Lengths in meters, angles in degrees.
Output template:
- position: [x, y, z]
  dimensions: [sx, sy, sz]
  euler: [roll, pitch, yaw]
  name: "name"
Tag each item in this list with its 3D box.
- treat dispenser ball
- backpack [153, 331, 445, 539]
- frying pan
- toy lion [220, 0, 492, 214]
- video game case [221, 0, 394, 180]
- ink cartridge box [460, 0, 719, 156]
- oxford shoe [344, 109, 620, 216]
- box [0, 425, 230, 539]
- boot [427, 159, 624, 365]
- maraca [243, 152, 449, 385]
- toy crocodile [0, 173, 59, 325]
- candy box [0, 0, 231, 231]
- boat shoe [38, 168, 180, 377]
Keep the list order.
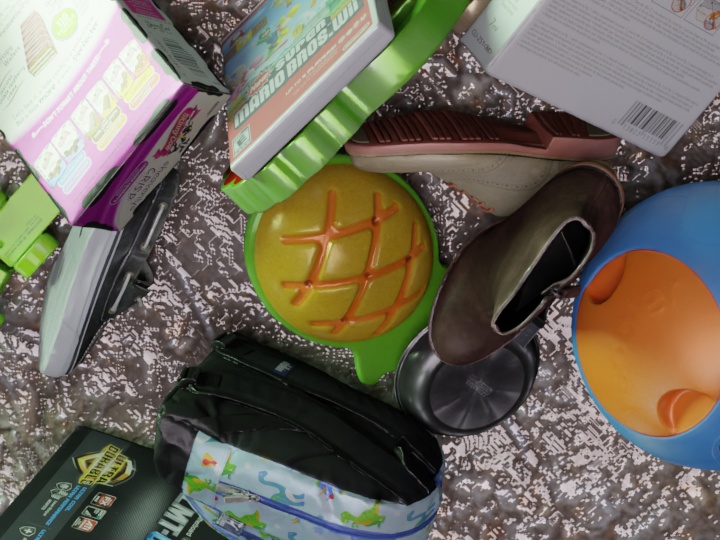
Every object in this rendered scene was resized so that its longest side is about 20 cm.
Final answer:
- position: [0.247, 0.038, 1.585]
  dimensions: [0.201, 0.201, 0.201]
  euler: [2, 109, 7]
  name: "treat dispenser ball"
- position: [-0.036, 0.144, 1.671]
  dimensions: [0.200, 0.163, 0.154]
  euler: [10, 114, 13]
  name: "backpack"
- position: [0.115, 0.062, 1.695]
  dimensions: [0.190, 0.031, 0.115]
  euler: [-26, 126, -2]
  name: "frying pan"
- position: [-0.011, -0.124, 1.556]
  dimensions: [0.069, 0.192, 0.200]
  euler: [44, 137, -14]
  name: "toy lion"
- position: [-0.040, -0.158, 1.564]
  dimensions: [0.017, 0.200, 0.143]
  euler: [38, 110, -24]
  name: "video game case"
- position: [0.191, -0.179, 1.544]
  dimensions: [0.200, 0.044, 0.174]
  euler: [21, 116, -43]
  name: "ink cartridge box"
- position: [0.086, -0.071, 1.624]
  dimensions: [0.200, 0.071, 0.074]
  euler: [2, 115, -8]
  name: "oxford shoe"
- position: [-0.159, 0.204, 1.686]
  dimensions: [0.198, 0.200, 0.050]
  euler: [16, 117, 12]
  name: "box"
- position: [0.100, 0.010, 1.554]
  dimensions: [0.072, 0.166, 0.200]
  euler: [39, 113, -2]
  name: "boot"
- position: [0.000, 0.000, 1.662]
  dimensions: [0.137, 0.107, 0.200]
  euler: [-42, 120, 3]
  name: "maraca"
- position: [-0.282, -0.003, 1.728]
  dimensions: [0.067, 0.062, 0.200]
  euler: [36, 105, -4]
  name: "toy crocodile"
- position: [-0.200, -0.144, 1.615]
  dimensions: [0.136, 0.061, 0.200]
  euler: [-48, 64, 19]
  name: "candy box"
- position: [-0.187, 0.003, 1.704]
  dimensions: [0.071, 0.072, 0.200]
  euler: [11, 125, -23]
  name: "boat shoe"
